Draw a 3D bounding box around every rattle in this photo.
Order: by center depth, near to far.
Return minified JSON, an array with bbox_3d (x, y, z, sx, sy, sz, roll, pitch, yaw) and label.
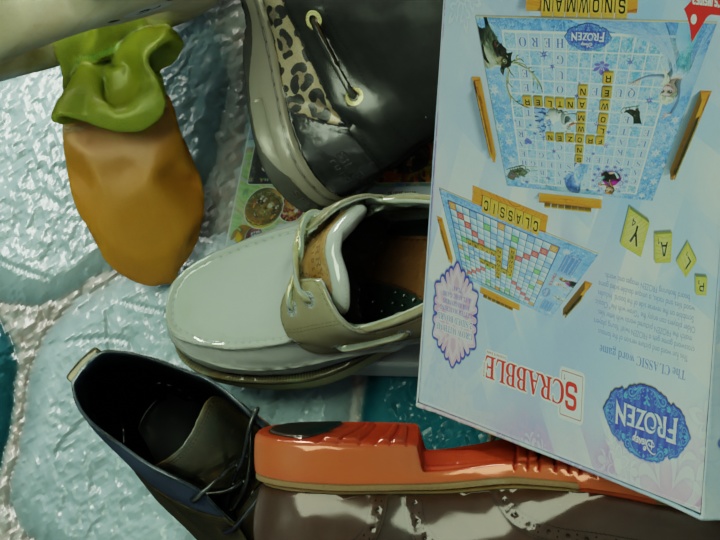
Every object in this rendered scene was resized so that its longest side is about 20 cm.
[{"bbox_3d":[-0.099,-0.074,1.186,0.200,0.129,0.144,167,103,-65],"label":"rattle"}]

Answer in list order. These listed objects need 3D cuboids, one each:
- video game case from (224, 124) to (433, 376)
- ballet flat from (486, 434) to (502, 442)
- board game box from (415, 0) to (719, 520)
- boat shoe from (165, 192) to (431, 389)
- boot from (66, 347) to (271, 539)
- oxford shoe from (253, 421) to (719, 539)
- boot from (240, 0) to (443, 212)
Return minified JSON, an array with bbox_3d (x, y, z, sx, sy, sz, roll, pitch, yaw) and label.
[{"bbox_3d":[0.013,-0.052,1.244,0.142,0.018,0.201,1,69,29],"label":"video game case"},{"bbox_3d":[0.078,0.111,1.109,0.067,0.062,0.201,5,65,12],"label":"ballet flat"},{"bbox_3d":[0.088,-0.032,1.007,0.200,0.041,0.201,19,107,62],"label":"board game box"},{"bbox_3d":[0.000,0.000,1.176,0.199,0.068,0.075,-11,64,25],"label":"boat shoe"},{"bbox_3d":[-0.041,0.101,1.159,0.200,0.097,0.075,35,88,36],"label":"boot"},{"bbox_3d":[0.059,0.098,1.059,0.199,0.071,0.073,4,95,10],"label":"oxford shoe"},{"bbox_3d":[0.018,-0.137,1.214,0.150,0.073,0.201,-19,64,29],"label":"boot"}]
